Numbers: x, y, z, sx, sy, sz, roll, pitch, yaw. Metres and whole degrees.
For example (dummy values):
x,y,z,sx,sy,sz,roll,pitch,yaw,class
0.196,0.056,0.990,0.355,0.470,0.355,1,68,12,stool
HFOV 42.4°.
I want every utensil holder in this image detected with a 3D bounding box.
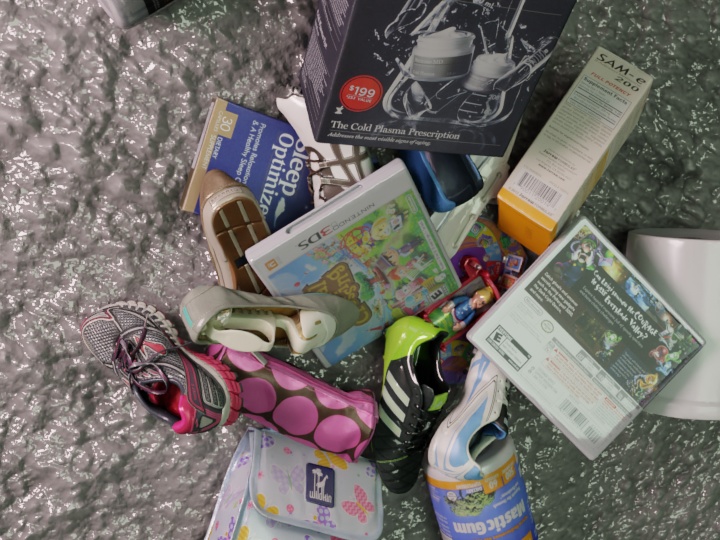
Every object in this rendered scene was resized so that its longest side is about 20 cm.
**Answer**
x,y,z,sx,sy,sz,roll,pitch,yaw,class
0.391,0.056,1.104,0.168,0.170,0.203,-2,97,-18,utensil holder

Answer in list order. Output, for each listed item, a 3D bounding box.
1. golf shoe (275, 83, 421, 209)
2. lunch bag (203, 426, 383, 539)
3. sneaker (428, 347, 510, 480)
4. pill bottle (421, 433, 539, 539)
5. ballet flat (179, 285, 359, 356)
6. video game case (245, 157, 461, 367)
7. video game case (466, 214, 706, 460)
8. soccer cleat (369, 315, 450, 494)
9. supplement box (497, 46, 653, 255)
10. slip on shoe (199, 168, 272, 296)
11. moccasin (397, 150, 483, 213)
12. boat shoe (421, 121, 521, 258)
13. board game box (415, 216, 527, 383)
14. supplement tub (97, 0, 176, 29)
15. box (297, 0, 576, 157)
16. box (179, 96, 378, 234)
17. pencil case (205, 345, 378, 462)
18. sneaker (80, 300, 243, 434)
x,y,z,sx,sy,sz,roll,pitch,yaw,class
-0.026,-0.101,0.950,0.200,0.078,0.095,44,83,-22,golf shoe
-0.074,0.284,1.011,0.168,0.127,0.202,23,77,-21,lunch bag
0.143,0.143,1.033,0.201,0.072,0.072,-61,156,-25,sneaker
0.148,0.295,1.092,0.111,0.112,0.202,-21,104,-14,pill bottle
-0.082,0.058,0.923,0.198,0.064,0.068,8,125,-31,ballet flat
0.000,0.000,0.975,0.181,0.022,0.201,-31,136,0,video game case
0.245,0.074,1.009,0.200,0.023,0.182,44,93,-6,video game case
0.057,0.152,1.014,0.067,0.081,0.203,-4,100,-42,soccer cleat
0.233,-0.127,1.027,0.073,0.126,0.201,34,84,14,supplement box
-0.123,-0.016,0.956,0.075,0.061,0.201,-29,138,-12,slip on shoe
0.068,-0.160,0.991,0.068,0.080,0.202,-21,87,-17,moccasin
0.132,-0.102,1.037,0.070,0.071,0.201,34,85,-22,boat shoe
0.119,0.037,1.074,0.156,0.039,0.203,12,95,-20,board game box
-0.174,-0.328,0.870,0.199,0.122,0.123,-34,108,-9,supplement tub
0.062,-0.211,0.847,0.197,0.105,0.183,1,136,-18,box
-0.080,-0.094,0.991,0.198,0.032,0.123,17,94,-21,box
-0.073,0.131,0.988,0.198,0.091,0.094,26,123,-17,pencil case
-0.206,0.091,0.908,0.074,0.199,0.082,-13,123,-54,sneaker
